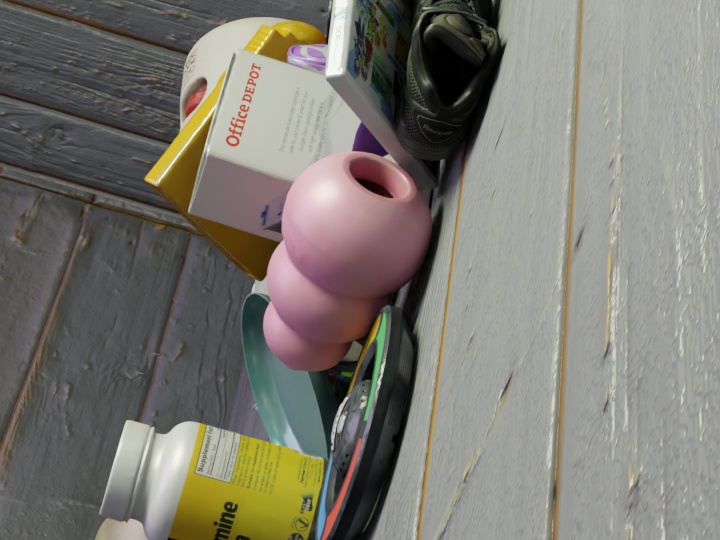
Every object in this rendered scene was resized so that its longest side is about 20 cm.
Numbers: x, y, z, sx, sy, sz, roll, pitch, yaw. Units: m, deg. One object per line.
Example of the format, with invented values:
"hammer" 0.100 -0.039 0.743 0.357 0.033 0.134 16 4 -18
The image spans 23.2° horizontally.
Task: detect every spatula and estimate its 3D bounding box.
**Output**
"spatula" 0.042 -0.145 1.528 0.200 0.020 0.057 -49 -25 -53

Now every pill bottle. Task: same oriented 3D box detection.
"pill bottle" -0.117 0.196 1.511 0.112 0.199 0.113 -164 90 -85

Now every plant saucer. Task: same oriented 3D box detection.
"plant saucer" -0.062 0.114 1.643 0.200 0.027 0.201 52 152 43

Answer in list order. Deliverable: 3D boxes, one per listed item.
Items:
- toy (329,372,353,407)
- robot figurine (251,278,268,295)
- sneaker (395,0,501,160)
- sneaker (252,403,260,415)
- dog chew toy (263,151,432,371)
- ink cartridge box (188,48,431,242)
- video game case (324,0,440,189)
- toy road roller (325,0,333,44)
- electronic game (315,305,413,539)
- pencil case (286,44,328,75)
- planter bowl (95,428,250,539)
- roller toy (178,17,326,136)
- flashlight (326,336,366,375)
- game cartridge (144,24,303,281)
"toy" -0.029 0.105 1.688 0.200 0.047 0.116 123 164 -70
"robot figurine" -0.049 0.004 1.842 0.170 0.113 0.200 59 142 36
"sneaker" 0.075 -0.197 1.386 0.114 0.076 0.200 121 161 -64
"sneaker" -0.065 0.077 1.950 0.074 0.088 0.201 130 157 -80
"dog chew toy" -0.022 0.001 1.451 0.125 0.124 0.200 -82 16 -56
"ink cartridge box" -0.038 -0.096 1.555 0.086 0.199 0.147 112 172 -46
"video game case" 0.027 -0.190 1.441 0.200 0.022 0.183 45 -135 -57
"toy road roller" 0.030 -0.250 1.768 0.146 0.122 0.201 95 -176 -48
"electronic game" -0.001 0.124 1.375 0.200 0.041 0.201 -163 90 -85
"pencil case" -0.037 -0.117 1.677 0.086 0.084 0.201 -123 32 -67
"planter bowl" -0.132 0.234 1.643 0.200 0.200 0.135 -90 24 -71
"roller toy" -0.099 -0.172 1.843 0.200 0.182 0.140 56 -150 -54
"flashlight" 0.000 0.000 1.601 0.068 0.067 0.201 115 169 -49
"game cartridge" -0.094 -0.116 1.709 0.032 0.176 0.200 24 75 46
